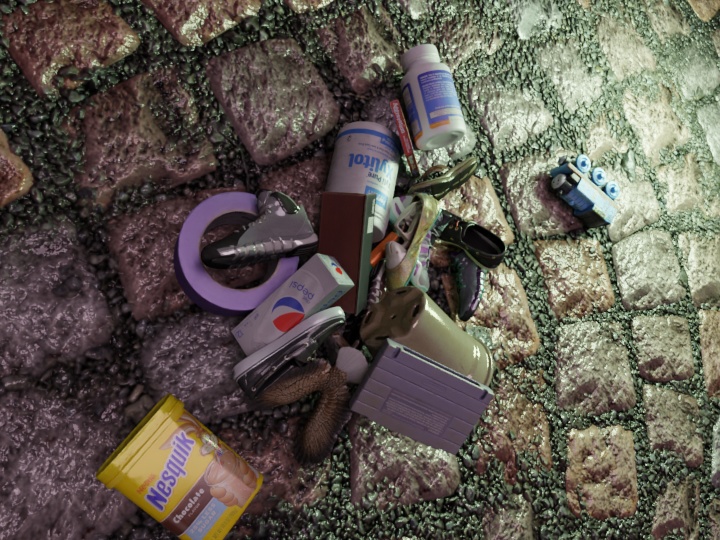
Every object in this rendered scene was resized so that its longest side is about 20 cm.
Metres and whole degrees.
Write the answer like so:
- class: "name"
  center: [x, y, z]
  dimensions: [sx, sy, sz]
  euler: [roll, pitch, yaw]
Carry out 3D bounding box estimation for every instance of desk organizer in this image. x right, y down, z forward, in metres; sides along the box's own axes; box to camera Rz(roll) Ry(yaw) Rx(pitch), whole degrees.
- class: "desk organizer"
  center: [-0.026, -0.033, 0.868]
  dimensions: [0.077, 0.072, 0.201]
  euler: [8, 101, 13]

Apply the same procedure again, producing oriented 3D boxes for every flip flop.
- class: "flip flop"
  center: [0.171, -0.199, 1.102]
  dimensions: [0.200, 0.081, 0.058]
  euler: [-34, 70, -25]

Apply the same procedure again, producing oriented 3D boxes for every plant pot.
- class: "plant pot"
  center: [0.101, 0.134, 0.894]
  dimensions: [0.201, 0.200, 0.184]
  euler: [-52, 120, -25]

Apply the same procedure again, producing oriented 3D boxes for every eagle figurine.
- class: "eagle figurine"
  center: [-0.071, 0.207, 0.862]
  dimensions: [0.200, 0.151, 0.151]
  euler: [-39, 130, -24]

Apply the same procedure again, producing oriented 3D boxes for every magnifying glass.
- class: "magnifying glass"
  center: [0.000, 0.000, 0.964]
  dimensions: [0.200, 0.079, 0.022]
  euler: [-43, 143, -17]

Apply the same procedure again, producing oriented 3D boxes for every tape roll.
- class: "tape roll"
  center: [-0.212, -0.026, 0.874]
  dimensions: [0.199, 0.085, 0.201]
  euler: [6, 75, -24]

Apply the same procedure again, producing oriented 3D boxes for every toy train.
- class: "toy train"
  center: [0.556, -0.198, 1.273]
  dimensions: [0.200, 0.087, 0.115]
  euler: [35, 72, -14]

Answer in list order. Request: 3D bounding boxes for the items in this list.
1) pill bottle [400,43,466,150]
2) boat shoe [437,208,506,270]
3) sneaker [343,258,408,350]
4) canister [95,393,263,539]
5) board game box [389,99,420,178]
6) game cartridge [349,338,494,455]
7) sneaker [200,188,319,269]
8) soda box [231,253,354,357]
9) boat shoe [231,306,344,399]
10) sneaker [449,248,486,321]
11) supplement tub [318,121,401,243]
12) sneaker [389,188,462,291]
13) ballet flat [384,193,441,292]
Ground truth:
- class: "pill bottle"
  center: [0.150, -0.373, 1.104]
  dimensions: [0.112, 0.112, 0.201]
  euler: [-11, 84, -26]
- class: "boat shoe"
  center: [0.213, -0.081, 1.063]
  dimensions: [0.201, 0.063, 0.074]
  euler: [37, 64, 16]
- class: "sneaker"
  center: [0.048, 0.085, 0.979]
  dimensions: [0.115, 0.076, 0.201]
  euler: [30, 67, -19]
- class: "canister"
  center: [-0.266, 0.308, 0.776]
  dimensions: [0.200, 0.086, 0.149]
  euler: [45, 65, -12]
- class: "board game box"
  center: [0.091, -0.254, 1.016]
  dimensions: [0.019, 0.200, 0.104]
  euler: [-18, 86, 9]
- class: "game cartridge"
  center: [0.095, 0.203, 0.810]
  dimensions: [0.199, 0.038, 0.130]
  euler: [27, 105, -13]
- class: "sneaker"
  center: [-0.170, -0.072, 0.824]
  dimensions: [0.199, 0.075, 0.116]
  euler: [-11, 79, -37]
- class: "soda box"
  center: [-0.109, 0.061, 0.823]
  dimensions: [0.200, 0.068, 0.064]
  euler: [-41, 75, 14]
- class: "boat shoe"
  center: [-0.103, 0.129, 0.805]
  dimensions: [0.199, 0.069, 0.057]
  euler: [-31, 71, -15]
- class: "sneaker"
  center: [0.218, 0.010, 1.086]
  dimensions: [0.087, 0.074, 0.201]
  euler: [22, 62, -2]
- class: "supplement tub"
  center: [0.001, -0.167, 0.978]
  dimensions: [0.131, 0.132, 0.201]
  euler: [17, 72, -21]
- class: "sneaker"
  center: [0.140, -0.067, 1.017]
  dimensions: [0.139, 0.078, 0.201]
  euler: [-19, 88, 11]
- class: "ballet flat"
  center: [0.083, -0.055, 0.951]
  dimensions: [0.070, 0.071, 0.201]
  euler: [30, 80, -16]
